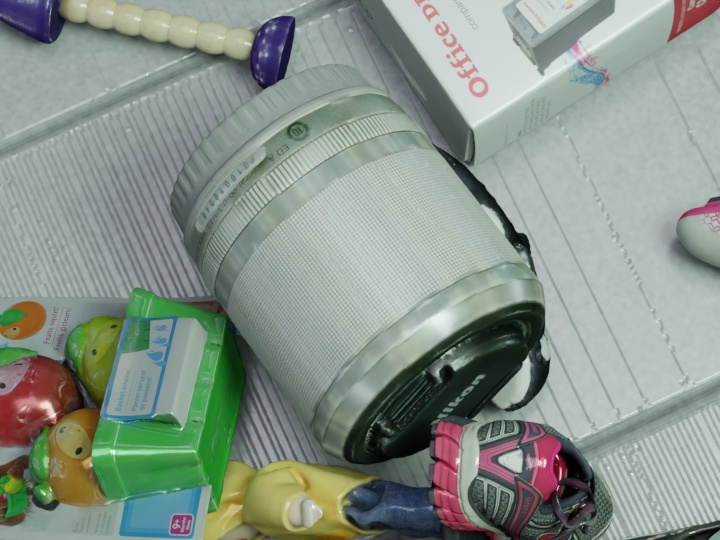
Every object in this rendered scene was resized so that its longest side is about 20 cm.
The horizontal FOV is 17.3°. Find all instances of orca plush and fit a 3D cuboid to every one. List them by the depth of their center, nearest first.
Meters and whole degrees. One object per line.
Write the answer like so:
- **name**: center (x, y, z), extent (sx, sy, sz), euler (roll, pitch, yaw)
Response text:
- **orca plush**: center (0.071, -0.010, 1.482), extent (0.200, 0.071, 0.105), euler (53, 128, 19)

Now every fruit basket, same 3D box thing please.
- **fruit basket**: center (-0.175, 0.082, 1.420), extent (0.198, 0.094, 0.186), euler (4, 50, 9)

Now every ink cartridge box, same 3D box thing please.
- **ink cartridge box**: center (0.113, -0.185, 1.499), extent (0.199, 0.086, 0.148), euler (-33, 77, -7)

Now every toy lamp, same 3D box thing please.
- **toy lamp**: center (-0.143, -0.160, 1.518), extent (0.198, 0.058, 0.059), euler (15, 77, 3)

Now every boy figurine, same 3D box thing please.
- **boy figurine**: center (-0.022, 0.146, 1.407), extent (0.198, 0.124, 0.065), euler (-1, 84, 20)

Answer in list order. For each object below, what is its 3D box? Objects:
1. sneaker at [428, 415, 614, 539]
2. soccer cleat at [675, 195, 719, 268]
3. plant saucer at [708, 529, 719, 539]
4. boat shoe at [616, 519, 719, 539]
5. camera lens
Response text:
- **sneaker**: center (0.107, 0.133, 1.366), extent (0.074, 0.200, 0.081), euler (-2, 78, 25)
- **soccer cleat**: center (0.291, 0.006, 1.452), extent (0.198, 0.070, 0.087), euler (8, 76, 4)
- **plant saucer**: center (0.268, 0.230, 1.351), extent (0.199, 0.039, 0.203), euler (0, 79, -1)
- **boat shoe**: center (0.194, 0.186, 1.413), extent (0.198, 0.066, 0.070), euler (-12, 76, -1)
- **camera lens**: center (0.000, 0.000, 1.390), extent (0.159, 0.160, 0.200), euler (-35, 71, -7)
